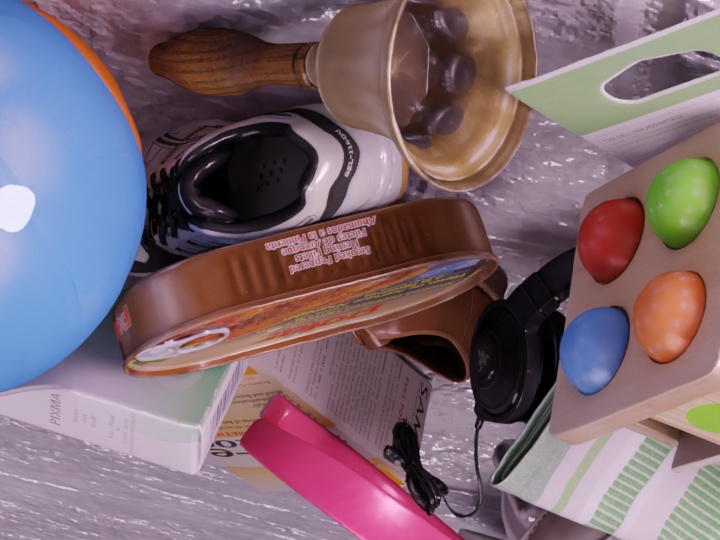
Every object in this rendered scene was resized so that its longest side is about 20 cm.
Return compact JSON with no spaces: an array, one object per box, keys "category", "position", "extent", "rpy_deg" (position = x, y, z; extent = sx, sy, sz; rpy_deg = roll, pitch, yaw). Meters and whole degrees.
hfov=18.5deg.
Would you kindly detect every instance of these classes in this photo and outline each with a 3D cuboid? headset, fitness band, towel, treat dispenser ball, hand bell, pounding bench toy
[{"category":"headset","position":[0.099,0.057,1.206],"extent":[0.200,0.094,0.123],"rpy_deg":[-44,129,12]},{"category":"fitness band","position":[0.007,0.137,1.262],"extent":[0.143,0.038,0.200],"rpy_deg":[38,179,35]},{"category":"towel","position":[0.182,0.087,1.195],"extent":[0.199,0.153,0.023],"rpy_deg":[26,-166,-37]},{"category":"treat dispenser ball","position":[-0.202,-0.038,1.063],"extent":[0.199,0.202,0.201],"rpy_deg":[10,155,5]},{"category":"hand bell","position":[-0.027,-0.097,1.022],"extent":[0.199,0.105,0.104],"rpy_deg":[8,158,42]},{"category":"pounding bench toy","position":[0.193,0.012,0.958],"extent":[0.155,0.125,0.200],"rpy_deg":[22,153,-23]}]

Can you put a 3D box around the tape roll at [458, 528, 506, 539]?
[{"category":"tape roll","position":[0.158,0.229,1.563],"extent":[0.201,0.037,0.203],"rpy_deg":[17,176,1]}]

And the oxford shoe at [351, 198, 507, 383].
[{"category":"oxford shoe","position":[0.000,0.000,1.201],"extent":[0.199,0.072,0.071],"rpy_deg":[30,152,-30]}]

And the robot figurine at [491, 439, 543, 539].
[{"category":"robot figurine","position":[0.166,0.157,1.396],"extent":[0.169,0.113,0.200],"rpy_deg":[-38,133,20]}]

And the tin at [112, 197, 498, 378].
[{"category":"tin","position":[-0.028,0.009,1.110],"extent":[0.198,0.042,0.112],"rpy_deg":[-14,163,-18]}]

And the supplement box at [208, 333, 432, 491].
[{"category":"supplement box","position":[-0.061,0.065,1.359],"extent":[0.125,0.074,0.200],"rpy_deg":[-6,149,34]}]

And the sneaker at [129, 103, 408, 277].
[{"category":"sneaker","position":[-0.076,-0.044,1.108],"extent":[0.199,0.076,0.087],"rpy_deg":[-17,176,34]}]

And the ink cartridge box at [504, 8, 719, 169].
[{"category":"ink cartridge box","position":[0.184,-0.071,0.987],"extent":[0.199,0.048,0.145],"rpy_deg":[30,150,-32]}]

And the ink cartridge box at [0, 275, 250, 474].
[{"category":"ink cartridge box","position":[-0.153,0.014,1.198],"extent":[0.198,0.162,0.050],"rpy_deg":[18,136,5]}]

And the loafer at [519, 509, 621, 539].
[{"category":"loafer","position":[0.159,0.108,1.259],"extent":[0.200,0.070,0.070],"rpy_deg":[-45,131,9]}]
